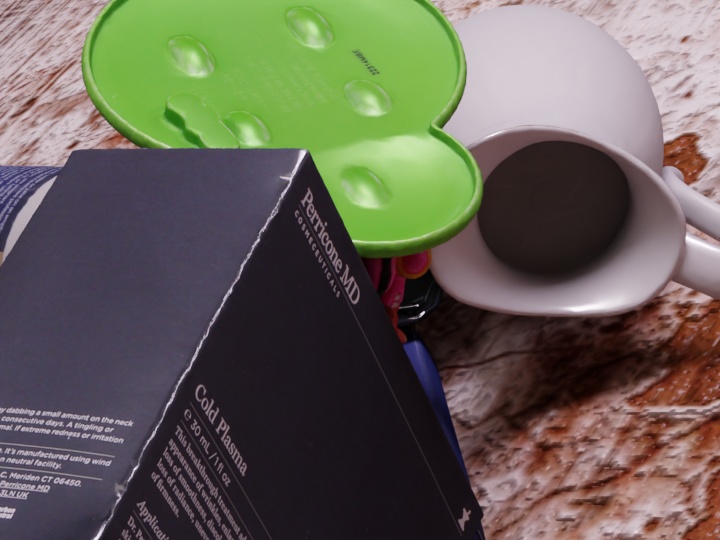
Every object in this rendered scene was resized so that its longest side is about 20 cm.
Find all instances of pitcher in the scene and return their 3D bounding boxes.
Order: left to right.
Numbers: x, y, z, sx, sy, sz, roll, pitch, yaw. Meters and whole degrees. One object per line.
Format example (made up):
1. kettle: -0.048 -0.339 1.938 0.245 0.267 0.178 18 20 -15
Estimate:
1. pitcher: 0.101 -0.039 1.137 0.171 0.121 0.200 17 17 -9

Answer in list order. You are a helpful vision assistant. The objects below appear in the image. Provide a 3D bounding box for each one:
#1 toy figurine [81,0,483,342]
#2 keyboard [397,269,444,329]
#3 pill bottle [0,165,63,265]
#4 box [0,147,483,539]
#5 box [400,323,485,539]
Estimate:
1. toy figurine: -0.025 0.000 1.038 0.150 0.184 0.200 -17 43 -23
2. keyboard: 0.000 0.000 1.227 0.104 0.040 0.200 -6 20 12
3. pill bottle: -0.155 0.004 1.272 0.200 0.111 0.111 3 39 44
4. box: -0.060 0.089 0.906 0.104 0.200 0.182 2 46 30
5. box: -0.014 0.099 1.072 0.121 0.032 0.200 -24 28 5
